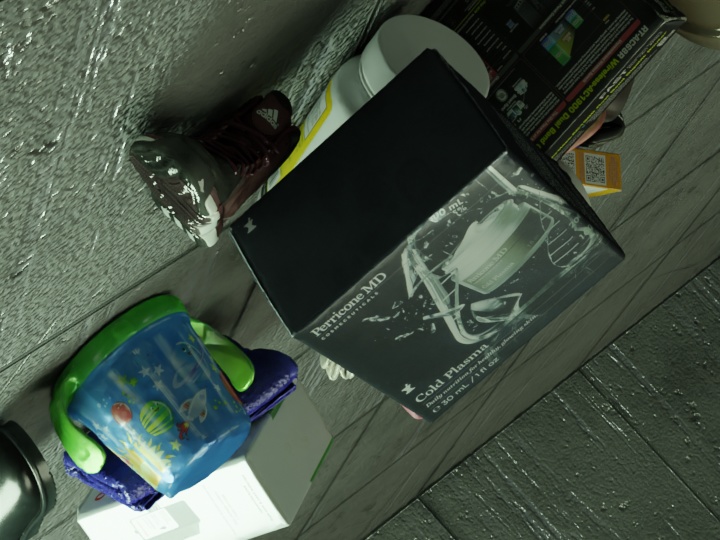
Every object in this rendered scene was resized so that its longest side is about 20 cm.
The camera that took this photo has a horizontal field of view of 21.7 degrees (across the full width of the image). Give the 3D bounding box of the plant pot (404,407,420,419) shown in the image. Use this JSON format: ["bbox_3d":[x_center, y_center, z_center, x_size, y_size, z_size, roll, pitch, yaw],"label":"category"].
[{"bbox_3d":[0.068,0.013,1.827,0.200,0.179,0.200,-39,167,-11],"label":"plant pot"}]

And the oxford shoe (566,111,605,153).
[{"bbox_3d":[0.102,-0.121,1.565,0.200,0.075,0.070,-15,-147,12],"label":"oxford shoe"}]

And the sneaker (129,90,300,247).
[{"bbox_3d":[-0.093,-0.088,1.296,0.116,0.076,0.200,-46,178,-8],"label":"sneaker"}]

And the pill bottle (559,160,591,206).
[{"bbox_3d":[0.105,-0.007,1.567,0.200,0.114,0.114,-50,175,-42],"label":"pill bottle"}]

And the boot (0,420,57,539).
[{"bbox_3d":[-0.337,0.215,1.534,0.162,0.073,0.198,-32,164,-28],"label":"boot"}]

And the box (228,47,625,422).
[{"bbox_3d":[0.050,-0.021,1.362,0.200,0.124,0.197,-42,140,11],"label":"box"}]

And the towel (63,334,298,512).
[{"bbox_3d":[-0.160,0.137,1.694,0.200,0.050,0.148,-36,-158,-22],"label":"towel"}]

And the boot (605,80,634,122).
[{"bbox_3d":[0.179,-0.235,1.618,0.200,0.068,0.188,17,97,-53],"label":"boot"}]

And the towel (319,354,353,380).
[{"bbox_3d":[0.000,0.000,1.639,0.200,0.034,0.133,-93,-156,-61],"label":"towel"}]

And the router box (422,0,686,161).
[{"bbox_3d":[0.133,-0.176,1.473,0.200,0.150,0.062,-48,167,25],"label":"router box"}]

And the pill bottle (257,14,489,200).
[{"bbox_3d":[0.010,-0.094,1.454,0.114,0.114,0.200,-28,161,-47],"label":"pill bottle"}]

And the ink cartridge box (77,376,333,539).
[{"bbox_3d":[-0.143,0.191,1.743,0.200,0.083,0.147,-21,-159,27],"label":"ink cartridge box"}]

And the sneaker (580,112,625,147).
[{"bbox_3d":[0.192,-0.143,1.842,0.076,0.114,0.199,-37,168,-17],"label":"sneaker"}]

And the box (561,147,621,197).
[{"bbox_3d":[0.130,-0.092,1.740,0.200,0.042,0.119,7,169,-38],"label":"box"}]

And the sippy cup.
[{"bbox_3d":[-0.165,0.112,1.567,0.178,0.130,0.140,-39,166,-14],"label":"sippy cup"}]

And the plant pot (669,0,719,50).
[{"bbox_3d":[0.286,-0.297,1.520,0.200,0.200,0.173,-46,149,14],"label":"plant pot"}]
